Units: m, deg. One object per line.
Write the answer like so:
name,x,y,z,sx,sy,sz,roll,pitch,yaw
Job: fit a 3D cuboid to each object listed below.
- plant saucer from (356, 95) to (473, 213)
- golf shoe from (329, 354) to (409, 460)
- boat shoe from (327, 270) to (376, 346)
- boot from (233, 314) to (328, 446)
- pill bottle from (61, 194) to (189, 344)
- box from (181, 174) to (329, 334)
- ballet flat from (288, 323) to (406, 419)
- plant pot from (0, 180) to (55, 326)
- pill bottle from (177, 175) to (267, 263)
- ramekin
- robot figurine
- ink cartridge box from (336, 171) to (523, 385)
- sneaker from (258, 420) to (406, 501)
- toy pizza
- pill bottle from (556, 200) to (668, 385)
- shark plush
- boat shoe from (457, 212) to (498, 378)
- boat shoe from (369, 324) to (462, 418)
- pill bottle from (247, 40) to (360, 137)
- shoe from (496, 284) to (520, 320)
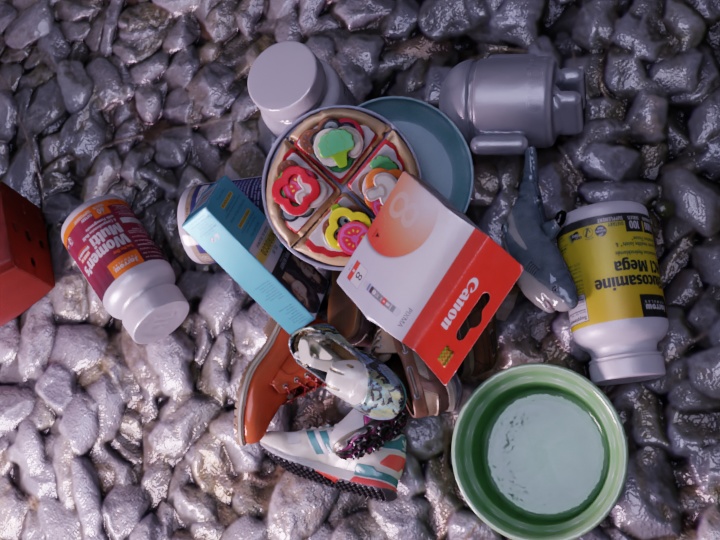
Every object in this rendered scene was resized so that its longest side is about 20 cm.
plant saucer,0.043,-0.116,1.145,0.197,0.036,0.203,0,92,3
golf shoe,0.029,0.155,1.127,0.199,0.073,0.092,-35,62,-28
boat shoe,0.000,0.000,1.200,0.070,0.070,0.202,-2,76,42
boot,-0.094,0.143,1.179,0.106,0.075,0.201,18,66,13
pill bottle,-0.332,-0.001,1.287,0.109,0.110,0.200,-41,69,6
box,-0.130,-0.019,1.152,0.049,0.083,0.200,-32,113,30
ballet flat,-0.025,0.120,1.079,0.199,0.074,0.075,28,87,53
plant pot,-0.568,-0.027,1.336,0.174,0.200,0.202,-18,73,2
pill bottle,-0.138,-0.072,1.237,0.198,0.111,0.112,-6,76,17
ramekin,0.213,0.214,1.065,0.198,0.098,0.203,-4,77,17
robot figurine,0.186,-0.214,1.159,0.198,0.113,0.171,1,52,18
ink cartridge box,0.070,0.005,1.025,0.163,0.050,0.200,-58,41,15
sneaker,-0.032,0.226,1.170,0.198,0.071,0.094,13,65,22
toy pizza,-0.022,-0.099,1.103,0.198,0.032,0.203,0,98,-1
pill bottle,0.299,0.029,1.069,0.111,0.112,0.202,-10,75,16
shark plush,0.220,-0.045,1.081,0.083,0.090,0.202,-22,54,51
boat shoe,0.126,0.026,1.086,0.072,0.067,0.203,11,106,56
boat shoe,0.046,0.090,1.088,0.071,0.076,0.201,-21,54,-18
pill bottle,-0.063,-0.208,1.189,0.112,0.200,0.115,-6,71,19
shoe,0.101,0.019,1.147,0.198,0.070,0.054,13,115,3
